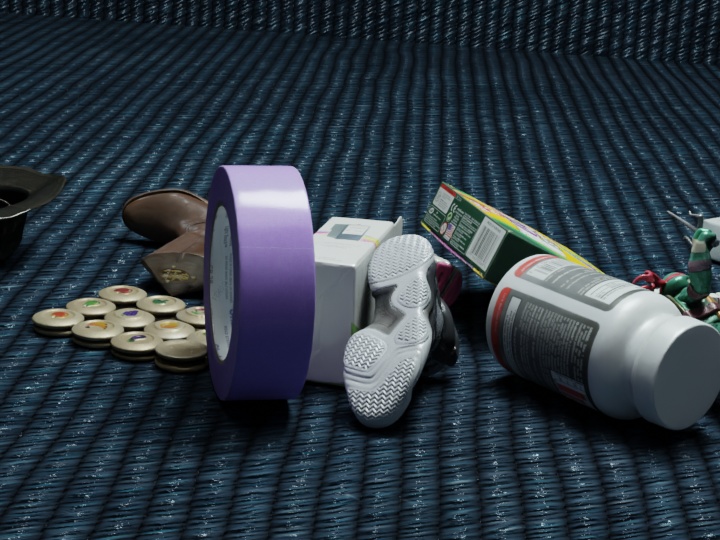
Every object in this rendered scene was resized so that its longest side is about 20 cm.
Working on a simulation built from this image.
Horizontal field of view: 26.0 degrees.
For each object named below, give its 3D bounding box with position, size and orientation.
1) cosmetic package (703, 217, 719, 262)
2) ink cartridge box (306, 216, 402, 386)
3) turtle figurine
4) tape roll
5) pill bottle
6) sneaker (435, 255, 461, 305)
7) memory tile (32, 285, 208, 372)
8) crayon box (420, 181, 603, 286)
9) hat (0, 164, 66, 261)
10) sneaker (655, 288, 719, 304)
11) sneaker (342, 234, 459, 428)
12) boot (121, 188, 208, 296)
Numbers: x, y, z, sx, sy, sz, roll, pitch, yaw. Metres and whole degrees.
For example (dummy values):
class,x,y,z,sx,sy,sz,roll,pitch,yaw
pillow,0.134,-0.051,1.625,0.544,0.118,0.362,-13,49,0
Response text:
class,x,y,z,sx,sy,sz,roll,pitch,yaw
cosmetic package,0.536,-0.033,1.899,0.199,0.052,0.150,-9,22,-37
ink cartridge box,-0.013,0.020,1.471,0.067,0.118,0.200,6,16,13
turtle figurine,0.328,0.044,1.411,0.150,0.101,0.200,36,17,-44
tape roll,-0.090,0.011,1.339,0.065,0.202,0.200,0,17,-14
pill bottle,0.215,0.064,1.380,0.115,0.117,0.199,-9,21,-37
sneaker,0.000,0.000,1.603,0.198,0.074,0.087,4,16,-18
memory tile,-0.203,0.053,1.498,0.199,0.017,0.153,14,19,28
crayon box,0.174,-0.010,1.613,0.172,0.059,0.200,25,9,-22
hat,-0.412,-0.051,1.694,0.199,0.082,0.201,-4,19,1
sneaker,0.336,0.059,1.499,0.199,0.074,0.087,-3,11,-38
sneaker,0.043,0.074,1.382,0.075,0.114,0.201,-6,48,21
boot,-0.209,-0.028,1.705,0.185,0.065,0.200,6,21,14
